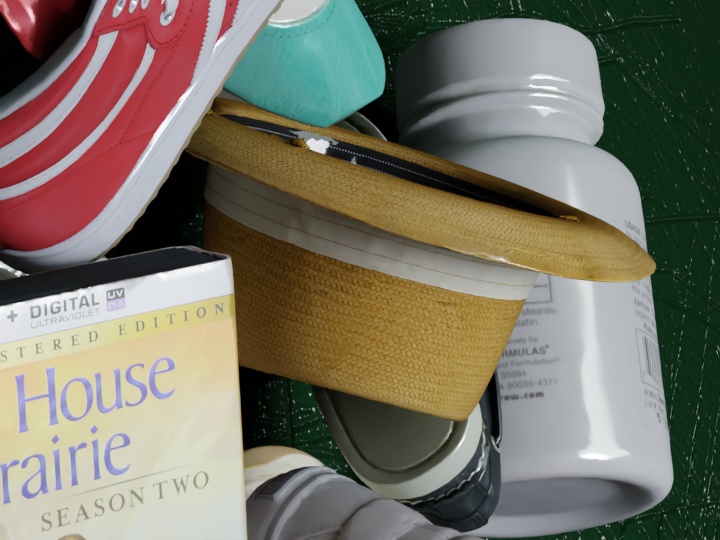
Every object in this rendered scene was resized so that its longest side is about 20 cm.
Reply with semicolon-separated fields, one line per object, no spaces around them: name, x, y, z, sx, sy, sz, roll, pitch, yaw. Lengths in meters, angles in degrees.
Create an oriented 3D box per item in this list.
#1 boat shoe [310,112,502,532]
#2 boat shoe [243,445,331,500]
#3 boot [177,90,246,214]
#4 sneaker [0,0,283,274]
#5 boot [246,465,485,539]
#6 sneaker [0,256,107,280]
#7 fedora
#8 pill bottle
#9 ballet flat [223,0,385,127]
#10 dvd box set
boat shoe;0.011;0.020;0.918;0.066;0.074;0.200;50;8;-44
boat shoe;0.010;0.137;0.888;0.200;0.074;0.069;34;35;-38
boot;-0.041;-0.112;0.943;0.200;0.074;0.097;-61;139;-40
sneaker;-0.061;-0.102;0.652;0.201;0.071;0.113;-63;162;-10
boot;0.006;0.168;0.786;0.073;0.095;0.201;-25;122;-44
sneaker;-0.116;-0.013;0.740;0.200;0.078;0.083;37;45;-49
fedora;0.000;0.000;0.805;0.200;0.200;0.082;6;103;-60
pill bottle;0.065;0.003;1.014;0.114;0.114;0.201;25;55;-54
ballet flat;-0.062;-0.119;0.750;0.200;0.070;0.067;37;52;-13
dvd box set;-0.094;0.103;0.657;0.146;0.029;0.201;-11;105;-38
